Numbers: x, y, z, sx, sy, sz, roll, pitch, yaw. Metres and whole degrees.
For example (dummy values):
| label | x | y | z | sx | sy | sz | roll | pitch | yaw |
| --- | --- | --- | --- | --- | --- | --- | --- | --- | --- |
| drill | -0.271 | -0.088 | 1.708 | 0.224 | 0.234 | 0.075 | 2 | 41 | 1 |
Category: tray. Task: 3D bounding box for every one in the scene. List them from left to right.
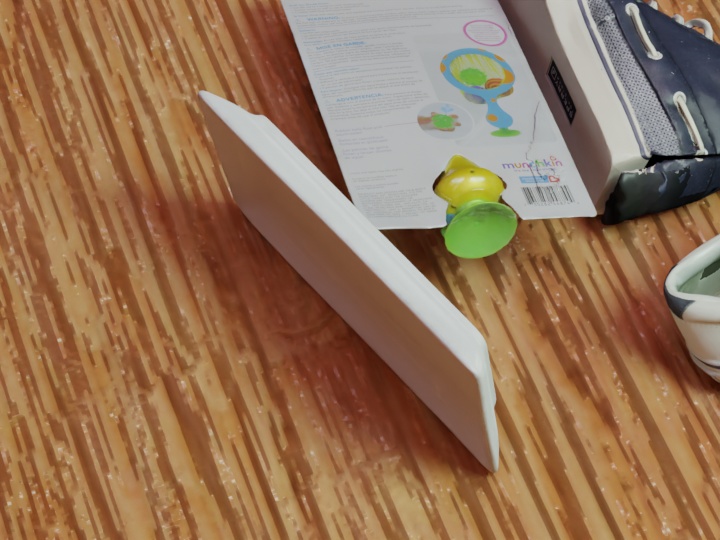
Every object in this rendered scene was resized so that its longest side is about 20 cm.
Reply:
| label | x | y | z | sx | sy | sz | roll | pitch | yaw |
| --- | --- | --- | --- | --- | --- | --- | --- | --- | --- |
| tray | 0.000 | 0.000 | 0.952 | 0.022 | 0.107 | 0.200 | -39 | 63 | -12 |

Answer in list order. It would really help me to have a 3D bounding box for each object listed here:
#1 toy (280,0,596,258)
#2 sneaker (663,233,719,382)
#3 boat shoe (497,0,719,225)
| label | x | y | z | sx | sy | sz | roll | pitch | yaw |
| --- | --- | --- | --- | --- | --- | --- | --- | --- | --- |
| toy | 0.031 | -0.076 | 1.039 | 0.115 | 0.047 | 0.200 | -4 | 40 | -15 |
| sneaker | 0.230 | -0.017 | 0.939 | 0.200 | 0.071 | 0.073 | -34 | 44 | 11 |
| boat shoe | 0.137 | -0.115 | 1.067 | 0.092 | 0.075 | 0.200 | -9 | 63 | -16 |
